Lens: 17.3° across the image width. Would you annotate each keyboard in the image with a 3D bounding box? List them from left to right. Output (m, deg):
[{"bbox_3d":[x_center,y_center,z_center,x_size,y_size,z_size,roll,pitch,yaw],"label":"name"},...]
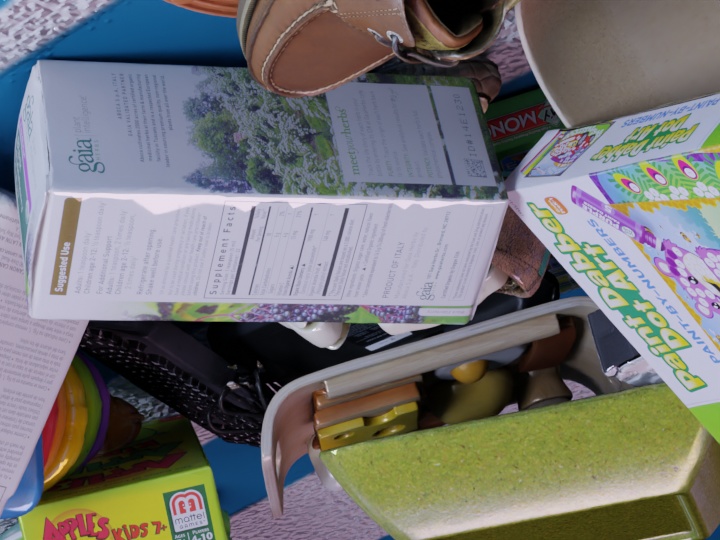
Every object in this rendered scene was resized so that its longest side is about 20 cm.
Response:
[{"bbox_3d":[-0.086,0.071,1.262,0.104,0.040,0.200,1,160,28],"label":"keyboard"}]

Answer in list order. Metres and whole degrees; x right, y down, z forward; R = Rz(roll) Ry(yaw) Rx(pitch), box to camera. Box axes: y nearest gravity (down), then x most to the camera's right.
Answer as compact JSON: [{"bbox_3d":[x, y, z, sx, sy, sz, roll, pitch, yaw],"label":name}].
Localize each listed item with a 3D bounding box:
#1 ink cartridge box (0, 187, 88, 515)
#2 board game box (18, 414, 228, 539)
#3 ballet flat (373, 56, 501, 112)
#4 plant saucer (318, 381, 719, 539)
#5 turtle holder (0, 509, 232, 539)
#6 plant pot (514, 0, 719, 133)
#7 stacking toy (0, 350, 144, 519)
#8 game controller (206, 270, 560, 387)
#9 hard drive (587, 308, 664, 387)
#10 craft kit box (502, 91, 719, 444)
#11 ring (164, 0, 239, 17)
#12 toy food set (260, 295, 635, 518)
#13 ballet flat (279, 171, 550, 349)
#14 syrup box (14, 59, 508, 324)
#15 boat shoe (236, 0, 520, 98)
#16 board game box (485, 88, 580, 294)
[{"bbox_3d":[-0.206,0.053,1.049,0.161,0.050,0.201,21,94,-55],"label":"ink cartridge box"},{"bbox_3d":[-0.132,0.124,1.290,0.101,0.048,0.200,-12,-174,-7],"label":"board game box"},{"bbox_3d":[-0.024,-0.046,1.093,0.199,0.047,0.067,-21,157,13],"label":"ballet flat"},{"bbox_3d":[0.098,0.114,1.188,0.199,0.048,0.200,-12,163,9],"label":"plant saucer"},{"bbox_3d":[-0.157,0.210,1.468,0.185,0.141,0.132,11,130,-30],"label":"turtle holder"},{"bbox_3d":[0.180,-0.105,0.954,0.135,0.200,0.200,-49,166,-21],"label":"plant pot"},{"bbox_3d":[-0.170,0.075,1.225,0.116,0.110,0.200,-9,172,25],"label":"stacking toy"},{"bbox_3d":[0.009,0.025,1.246,0.104,0.042,0.200,31,144,-30],"label":"game controller"},{"bbox_3d":[0.223,0.007,1.097,0.200,0.038,0.139,-30,153,29],"label":"hard drive"},{"bbox_3d":[0.175,0.015,0.954,0.049,0.200,0.197,-47,-165,-18],"label":"craft kit box"},{"bbox_3d":[-0.002,-0.149,0.914,0.199,0.019,0.201,-12,156,-5],"label":"ring"},{"bbox_3d":[0.045,0.080,1.211,0.199,0.061,0.144,-16,163,-4],"label":"toy food set"},{"bbox_3d":[0.000,0.000,1.130,0.199,0.068,0.068,-11,152,30],"label":"ballet flat"},{"bbox_3d":[-0.045,-0.032,1.014,0.199,0.079,0.082,0,137,-15],"label":"syrup box"},{"bbox_3d":[0.019,-0.112,0.900,0.072,0.068,0.200,1,153,-37],"label":"boat shoe"},{"bbox_3d":[0.093,-0.036,1.211,0.134,0.029,0.200,-19,157,5],"label":"board game box"}]
